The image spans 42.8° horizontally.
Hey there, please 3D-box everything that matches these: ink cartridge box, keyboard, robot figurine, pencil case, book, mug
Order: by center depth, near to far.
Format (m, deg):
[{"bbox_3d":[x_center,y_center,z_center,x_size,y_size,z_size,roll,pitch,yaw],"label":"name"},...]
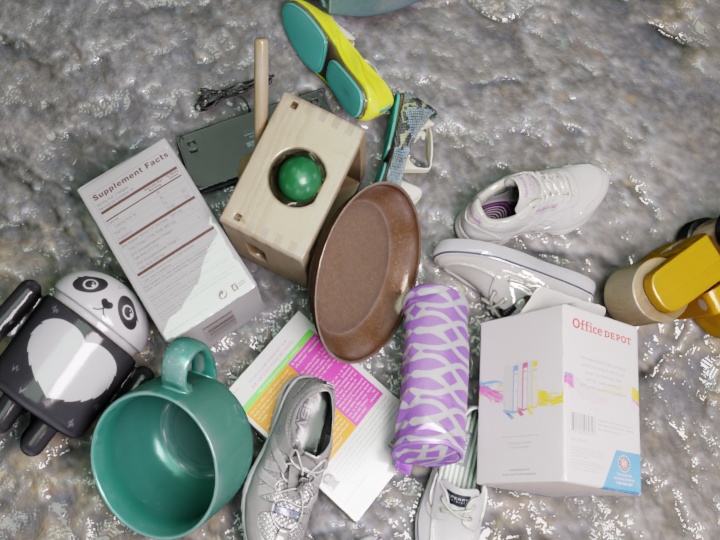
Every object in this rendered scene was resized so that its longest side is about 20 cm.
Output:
[{"bbox_3d":[-0.177,0.174,0.954,0.185,0.114,0.153,-44,83,21],"label":"mug"},{"bbox_3d":[0.211,0.131,0.983,0.127,0.124,0.205,17,68,-35],"label":"ink cartridge box"},{"bbox_3d":[-0.314,0.097,0.987,0.123,0.151,0.202,24,72,35],"label":"robot figurine"},{"bbox_3d":[0.075,0.113,1.003,0.083,0.085,0.204,32,50,-34],"label":"pencil case"},{"bbox_3d":[-0.038,0.161,1.026,0.199,0.048,0.134,41,75,7],"label":"book"},{"bbox_3d":[-0.131,-0.181,1.134,0.196,0.021,0.130,-19,82,-9],"label":"keyboard"}]

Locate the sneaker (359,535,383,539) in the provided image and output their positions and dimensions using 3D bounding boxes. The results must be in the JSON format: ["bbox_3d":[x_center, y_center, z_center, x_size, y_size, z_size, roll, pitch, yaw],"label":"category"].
[{"bbox_3d":[-0.072,0.319,0.965,0.199,0.073,0.115,-35,75,-12],"label":"sneaker"}]

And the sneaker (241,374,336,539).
[{"bbox_3d":[-0.071,0.202,0.940,0.073,0.082,0.205,16,73,-20],"label":"sneaker"}]

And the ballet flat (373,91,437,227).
[{"bbox_3d":[0.050,-0.118,1.101,0.073,0.074,0.204,16,75,2],"label":"ballet flat"}]

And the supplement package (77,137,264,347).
[{"bbox_3d":[-0.209,-0.021,1.032,0.116,0.117,0.202,-32,77,-9],"label":"supplement package"}]

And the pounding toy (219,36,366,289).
[{"bbox_3d":[-0.082,-0.110,1.013,0.140,0.200,0.187,25,79,5],"label":"pounding toy"}]

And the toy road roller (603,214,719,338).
[{"bbox_3d":[0.395,0.028,1.050,0.198,0.123,0.148,-30,88,-11],"label":"toy road roller"}]

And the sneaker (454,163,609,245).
[{"bbox_3d":[0.211,-0.081,1.080,0.196,0.100,0.076,-20,73,-10],"label":"sneaker"}]

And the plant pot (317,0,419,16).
[{"bbox_3d":[0.008,-0.430,1.121,0.198,0.197,0.197,-35,78,-11],"label":"plant pot"}]

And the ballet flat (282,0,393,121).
[{"bbox_3d":[-0.025,-0.263,1.140,0.066,0.067,0.201,-18,60,-33],"label":"ballet flat"}]

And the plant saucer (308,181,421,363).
[{"bbox_3d":[0.000,0.000,1.015,0.036,0.201,0.203,15,70,34],"label":"plant saucer"}]

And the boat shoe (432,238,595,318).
[{"bbox_3d":[0.174,0.022,1.067,0.196,0.071,0.071,18,70,-4],"label":"boat shoe"}]

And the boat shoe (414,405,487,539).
[{"bbox_3d":[0.101,0.244,0.996,0.072,0.067,0.205,8,73,0],"label":"boat shoe"}]
